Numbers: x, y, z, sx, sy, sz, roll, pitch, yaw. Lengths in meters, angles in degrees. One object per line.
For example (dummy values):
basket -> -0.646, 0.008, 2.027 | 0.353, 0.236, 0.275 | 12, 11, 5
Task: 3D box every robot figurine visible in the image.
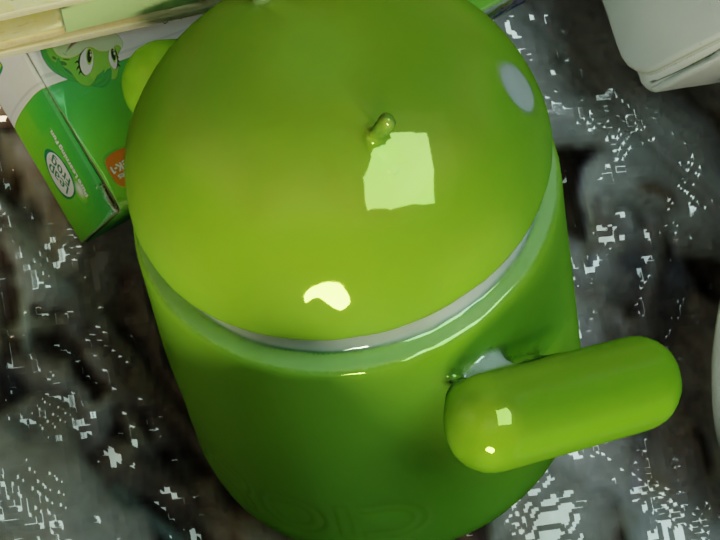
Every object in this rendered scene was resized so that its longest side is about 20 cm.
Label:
robot figurine -> 0.000, 0.000, 0.717 | 0.116, 0.200, 0.176 | -33, 55, -15

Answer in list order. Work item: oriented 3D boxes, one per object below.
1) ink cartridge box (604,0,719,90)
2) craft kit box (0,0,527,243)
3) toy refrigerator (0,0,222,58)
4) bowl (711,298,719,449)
ink cartridge box -> 0.165, -0.151, 0.864 | 0.200, 0.084, 0.146 | -12, 82, -39
craft kit box -> -0.052, -0.140, 0.822 | 0.200, 0.049, 0.198 | -30, 86, -27
toy refrigerator -> -0.119, -0.088, 0.721 | 0.199, 0.076, 0.070 | -13, 88, -6
bowl -> 0.209, 0.012, 0.807 | 0.201, 0.090, 0.202 | -21, 125, -33
